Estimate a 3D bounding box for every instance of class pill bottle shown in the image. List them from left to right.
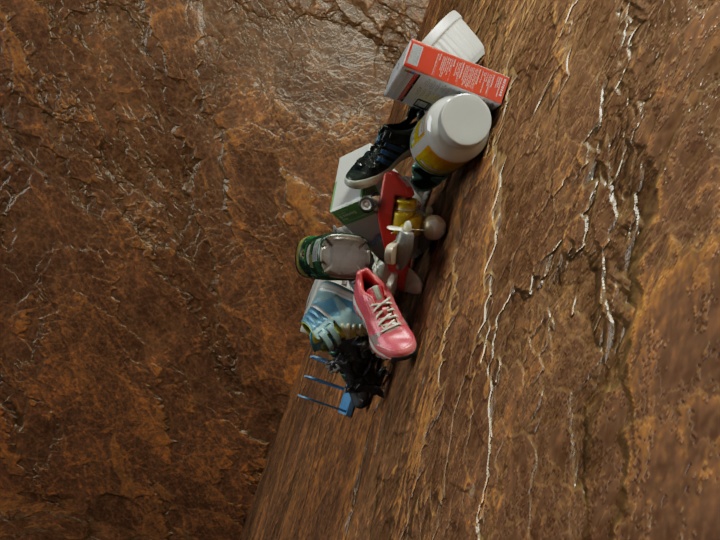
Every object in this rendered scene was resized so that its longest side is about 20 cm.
[{"bbox_3d":[0.155,-0.233,1.389,0.200,0.111,0.114,153,136,-82],"label":"pill bottle"}]

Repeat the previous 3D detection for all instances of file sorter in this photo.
[{"bbox_3d":[-0.056,0.217,1.876,0.139,0.121,0.203,140,148,-79],"label":"file sorter"}]

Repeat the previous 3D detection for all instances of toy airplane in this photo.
[{"bbox_3d":[0.088,-0.055,1.467,0.200,0.139,0.202,57,-151,-48],"label":"toy airplane"}]

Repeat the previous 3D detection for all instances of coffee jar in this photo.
[{"bbox_3d":[-0.057,-0.024,1.539,0.200,0.103,0.087,-179,92,-72],"label":"coffee jar"}]

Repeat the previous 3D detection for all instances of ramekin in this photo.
[{"bbox_3d":[0.161,-0.410,1.652,0.201,0.105,0.200,-48,1,1],"label":"ramekin"}]

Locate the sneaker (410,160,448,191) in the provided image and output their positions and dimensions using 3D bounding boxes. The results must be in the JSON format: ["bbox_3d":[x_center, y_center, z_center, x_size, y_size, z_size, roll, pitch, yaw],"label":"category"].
[{"bbox_3d":[0.159,-0.255,1.635,0.202,0.077,0.140,-61,7,11],"label":"sneaker"}]

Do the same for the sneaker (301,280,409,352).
[{"bbox_3d":[-0.019,0.111,1.491,0.131,0.198,0.080,-55,-29,-27],"label":"sneaker"}]

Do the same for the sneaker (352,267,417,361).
[{"bbox_3d":[0.032,0.073,1.389,0.201,0.073,0.088,-125,18,-46],"label":"sneaker"}]

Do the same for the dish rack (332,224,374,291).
[{"bbox_3d":[0.000,0.000,1.689,0.200,0.043,0.174,-127,19,-64],"label":"dish rack"}]

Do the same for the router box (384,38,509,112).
[{"bbox_3d":[0.144,-0.320,1.432,0.200,0.177,0.050,164,125,-82],"label":"router box"}]

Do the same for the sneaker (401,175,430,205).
[{"bbox_3d":[0.084,-0.116,1.777,0.081,0.087,0.203,161,128,-82],"label":"sneaker"}]

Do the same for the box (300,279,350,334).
[{"bbox_3d":[-0.085,0.081,2.486,0.200,0.129,0.202,-84,15,-65],"label":"box"}]

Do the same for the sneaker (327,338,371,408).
[{"bbox_3d":[-0.036,0.180,1.646,0.074,0.087,0.203,-24,72,50],"label":"sneaker"}]

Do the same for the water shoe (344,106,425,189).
[{"bbox_3d":[0.042,-0.229,1.500,0.199,0.080,0.071,-37,39,-16],"label":"water shoe"}]

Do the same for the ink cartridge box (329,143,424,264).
[{"bbox_3d":[0.038,-0.125,1.618,0.087,0.200,0.147,-20,46,34],"label":"ink cartridge box"}]

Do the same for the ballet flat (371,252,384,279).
[{"bbox_3d":[0.062,-0.037,1.868,0.072,0.071,0.203,132,156,-74],"label":"ballet flat"}]

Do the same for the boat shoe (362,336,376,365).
[{"bbox_3d":[0.027,0.112,1.733,0.065,0.072,0.202,124,156,-47],"label":"boat shoe"}]

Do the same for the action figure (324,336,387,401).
[{"bbox_3d":[0.002,0.179,1.542,0.102,0.118,0.201,-51,9,42],"label":"action figure"}]
